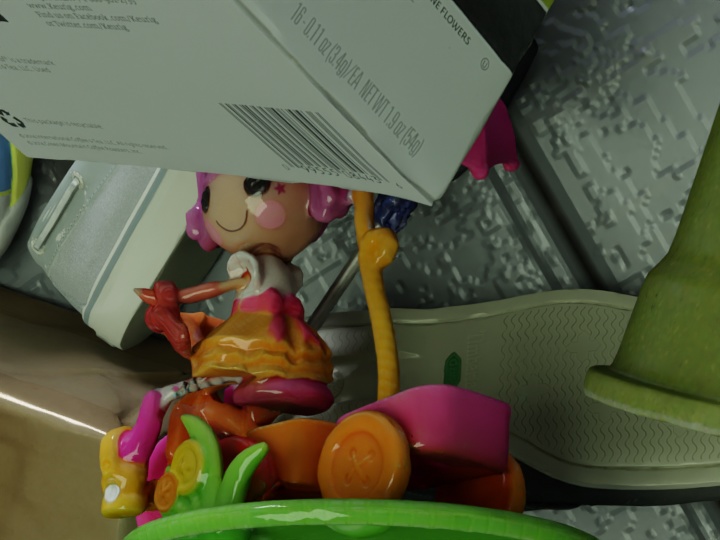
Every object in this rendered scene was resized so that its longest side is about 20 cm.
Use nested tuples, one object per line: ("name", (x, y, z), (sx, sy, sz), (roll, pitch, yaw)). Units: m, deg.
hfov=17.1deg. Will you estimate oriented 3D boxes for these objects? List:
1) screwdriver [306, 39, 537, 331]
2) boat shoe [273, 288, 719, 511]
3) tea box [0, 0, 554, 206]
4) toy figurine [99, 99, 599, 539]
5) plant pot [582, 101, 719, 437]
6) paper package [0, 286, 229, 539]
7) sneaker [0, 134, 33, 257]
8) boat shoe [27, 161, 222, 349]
("screwdriver", (0.000, 0.000, 0.817), (0.029, 0.028, 0.201), (31, 90, 46))
("boat shoe", (0.059, 0.051, 0.827), (0.199, 0.068, 0.072), (0, 61, 24))
("tea box", (-0.034, -0.141, 0.700), (0.199, 0.134, 0.197), (10, 64, 47))
("toy figurine", (-0.015, 0.010, 0.768), (0.199, 0.150, 0.185), (-16, 66, 41))
("plant pot", (0.177, -0.036, 0.671), (0.199, 0.200, 0.186), (12, 91, 25))
("paper package", (-0.146, 0.118, 0.922), (0.190, 0.103, 0.201), (16, 108, 23))
("sneaker", (-0.177, -0.090, 0.887), (0.075, 0.105, 0.201), (4, 103, 27))
("boat shoe", (-0.065, -0.064, 0.854), (0.071, 0.070, 0.201), (37, 119, 12))
